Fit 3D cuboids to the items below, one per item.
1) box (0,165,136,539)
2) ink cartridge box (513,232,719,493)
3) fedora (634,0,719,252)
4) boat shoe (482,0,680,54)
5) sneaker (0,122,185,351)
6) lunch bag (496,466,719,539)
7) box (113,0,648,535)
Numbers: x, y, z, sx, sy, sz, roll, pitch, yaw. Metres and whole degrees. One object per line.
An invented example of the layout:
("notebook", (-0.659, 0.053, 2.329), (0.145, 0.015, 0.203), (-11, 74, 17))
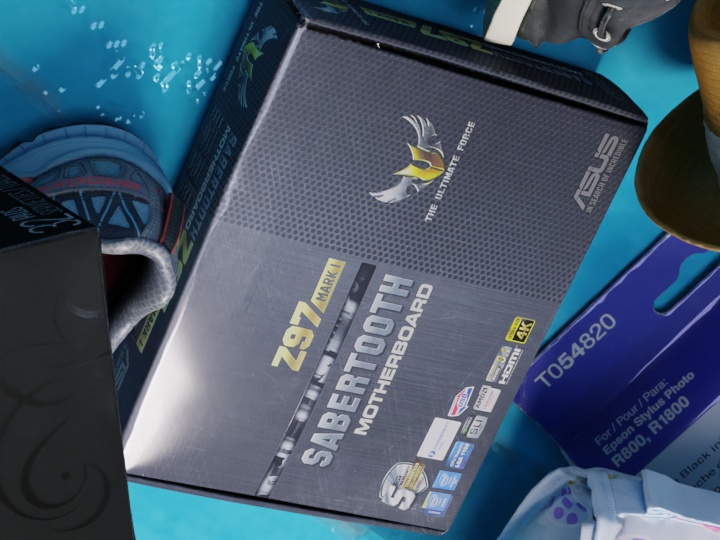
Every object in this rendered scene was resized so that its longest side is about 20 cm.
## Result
("box", (-0.187, 0.047, 0.678), (0.200, 0.148, 0.125), (-14, 111, -25))
("ink cartridge box", (0.194, 0.049, 1.015), (0.200, 0.041, 0.200), (-44, 125, 6))
("fedora", (0.187, -0.084, 0.851), (0.200, 0.201, 0.082), (-28, 116, -5))
("boat shoe", (0.092, -0.115, 0.787), (0.066, 0.199, 0.075), (14, 74, -6))
("sneaker", (-0.145, 0.033, 0.827), (0.200, 0.096, 0.079), (-44, 126, 6))
("lunch bag", (0.133, 0.169, 0.971), (0.169, 0.127, 0.200), (12, 132, -19))
("box", (0.000, 0.000, 0.898), (0.157, 0.051, 0.200), (14, 111, -28))
